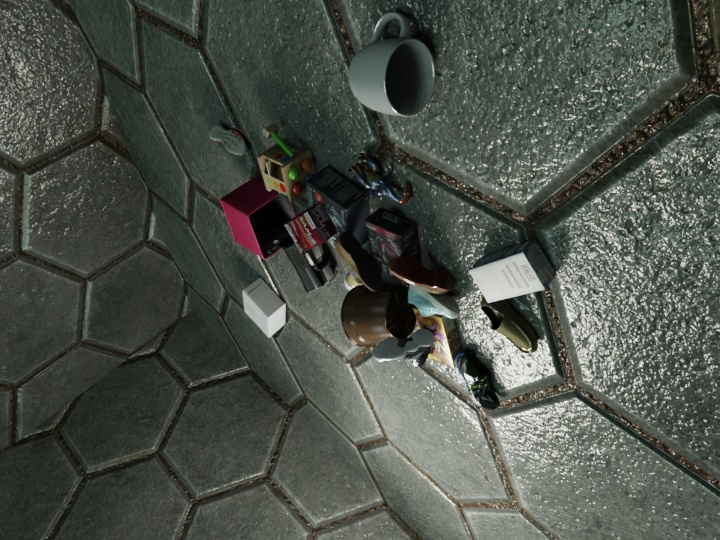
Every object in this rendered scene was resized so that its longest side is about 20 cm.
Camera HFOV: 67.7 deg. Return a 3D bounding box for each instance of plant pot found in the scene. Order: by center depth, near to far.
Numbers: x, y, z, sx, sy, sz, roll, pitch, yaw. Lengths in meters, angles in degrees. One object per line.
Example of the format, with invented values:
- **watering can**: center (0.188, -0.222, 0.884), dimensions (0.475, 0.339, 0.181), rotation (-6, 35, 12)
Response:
- **plant pot**: center (0.067, 0.147, 1.747), dimensions (0.195, 0.200, 0.205), rotation (-5, 119, 49)

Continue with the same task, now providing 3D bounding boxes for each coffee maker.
- **coffee maker**: center (-0.204, -0.036, 1.963), dimensions (0.187, 0.136, 0.205), rotation (-12, 116, 32)

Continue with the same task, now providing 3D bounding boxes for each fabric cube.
- **fabric cube**: center (-0.372, -0.201, 2.004), dimensions (0.196, 0.195, 0.205), rotation (25, 142, 39)

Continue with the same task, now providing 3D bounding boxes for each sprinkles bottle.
- **sprinkles bottle**: center (0.000, 0.000, 1.800), dimensions (0.069, 0.068, 0.201), rotation (47, 151, 7)

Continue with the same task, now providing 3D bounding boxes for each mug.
- **mug**: center (0.059, -0.448, 1.163), dimensions (0.174, 0.144, 0.208), rotation (27, 114, 49)

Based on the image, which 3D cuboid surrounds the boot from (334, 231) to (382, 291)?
- **boot**: center (-0.007, -0.024, 1.618), dimensions (0.202, 0.073, 0.075), rotation (54, 154, -10)

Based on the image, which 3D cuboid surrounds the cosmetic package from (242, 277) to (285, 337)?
- **cosmetic package**: center (-0.474, 0.185, 2.659), dimensions (0.200, 0.122, 0.202), rotation (43, 150, 19)

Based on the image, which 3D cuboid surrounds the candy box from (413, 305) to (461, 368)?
- **candy box**: center (0.243, 0.196, 1.664), dimensions (0.115, 0.056, 0.205), rotation (17, 136, 47)

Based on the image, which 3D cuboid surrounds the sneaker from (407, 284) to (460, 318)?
- **sneaker**: center (0.212, 0.105, 1.569), dimensions (0.199, 0.072, 0.085), rotation (35, 122, 48)

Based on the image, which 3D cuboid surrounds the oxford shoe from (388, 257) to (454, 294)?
- **oxford shoe**: center (0.162, 0.025, 1.506), dimensions (0.194, 0.072, 0.075), rotation (22, 150, -5)

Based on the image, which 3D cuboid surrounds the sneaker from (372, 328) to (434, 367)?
- **sneaker**: center (0.137, 0.257, 1.652), dimensions (0.116, 0.193, 0.077), rotation (74, 178, -46)

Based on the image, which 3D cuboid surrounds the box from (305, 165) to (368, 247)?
- **box**: center (-0.070, -0.183, 1.666), dimensions (0.180, 0.103, 0.204), rotation (35, 148, 27)

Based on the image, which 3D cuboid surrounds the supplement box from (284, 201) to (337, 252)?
- **supplement box**: center (-0.159, -0.132, 1.685), dimensions (0.111, 0.060, 0.198), rotation (58, 152, -8)

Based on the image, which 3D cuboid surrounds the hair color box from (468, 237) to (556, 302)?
- **hair color box**: center (0.356, 0.004, 1.275), dimensions (0.102, 0.060, 0.199), rotation (55, 152, -6)

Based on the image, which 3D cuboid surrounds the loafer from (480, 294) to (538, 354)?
- **loafer**: center (0.376, 0.141, 1.388), dimensions (0.201, 0.067, 0.076), rotation (50, 152, 6)

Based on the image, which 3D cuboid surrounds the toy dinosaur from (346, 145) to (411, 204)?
- **toy dinosaur**: center (0.060, -0.250, 1.467), dimensions (0.180, 0.106, 0.200), rotation (40, -171, -4)

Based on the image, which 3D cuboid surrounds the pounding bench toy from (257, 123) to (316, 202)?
- **pounding bench toy**: center (-0.233, -0.349, 1.706), dimensions (0.154, 0.123, 0.205), rotation (28, 143, 37)

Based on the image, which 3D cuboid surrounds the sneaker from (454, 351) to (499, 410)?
- **sneaker**: center (0.359, 0.338, 1.629), dimensions (0.203, 0.070, 0.082), rotation (58, 157, -3)

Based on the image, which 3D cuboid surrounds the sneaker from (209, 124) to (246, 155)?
- **sneaker**: center (-0.483, -0.480, 2.020), dimensions (0.198, 0.078, 0.082), rotation (37, 175, 29)

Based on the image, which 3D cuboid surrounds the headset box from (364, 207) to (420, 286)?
- **headset box**: center (0.095, -0.077, 1.563), dimensions (0.146, 0.074, 0.205), rotation (27, 142, 39)
